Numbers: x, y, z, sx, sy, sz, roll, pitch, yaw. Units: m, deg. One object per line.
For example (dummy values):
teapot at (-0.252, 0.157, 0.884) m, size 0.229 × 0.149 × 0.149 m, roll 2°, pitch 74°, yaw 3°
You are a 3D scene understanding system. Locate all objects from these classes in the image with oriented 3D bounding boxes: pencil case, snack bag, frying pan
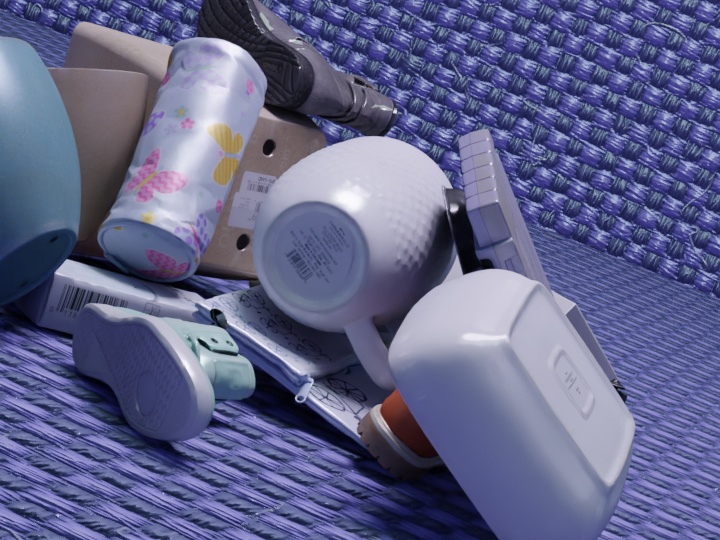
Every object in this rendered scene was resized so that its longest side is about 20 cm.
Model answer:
pencil case at (-0.142, -0.090, 1.767) m, size 0.090 × 0.201 × 0.083 m, roll -1°, pitch -35°, yaw 28°
snack bag at (-0.023, 0.078, 1.726) m, size 0.200 × 0.021 × 0.188 m, roll 37°, pitch 12°, yaw 12°
frying pan at (0.082, -0.012, 1.692) m, size 0.031 × 0.116 × 0.190 m, roll -16°, pitch 0°, yaw 5°

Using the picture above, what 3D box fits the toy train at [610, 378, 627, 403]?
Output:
toy train at (0.131, 0.077, 1.782) m, size 0.199 × 0.034 × 0.046 m, roll 21°, pitch 0°, yaw -32°

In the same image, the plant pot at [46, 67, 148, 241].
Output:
plant pot at (-0.271, -0.090, 1.813) m, size 0.199 × 0.136 × 0.200 m, roll -1°, pitch 1°, yaw 0°

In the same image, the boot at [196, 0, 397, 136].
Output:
boot at (-0.059, -0.182, 1.988) m, size 0.131 × 0.070 × 0.200 m, roll 18°, pitch 25°, yaw -41°

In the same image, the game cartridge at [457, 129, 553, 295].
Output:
game cartridge at (0.118, 0.008, 1.669) m, size 0.038 × 0.201 × 0.130 m, roll -17°, pitch 27°, yaw 13°

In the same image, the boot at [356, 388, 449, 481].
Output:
boot at (0.076, 0.094, 1.667) m, size 0.075 × 0.107 × 0.200 m, roll 46°, pitch 14°, yaw 8°

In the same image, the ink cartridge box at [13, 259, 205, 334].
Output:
ink cartridge box at (-0.213, 0.010, 1.766) m, size 0.159 × 0.048 × 0.200 m, roll 16°, pitch 11°, yaw -32°

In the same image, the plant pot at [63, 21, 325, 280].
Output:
plant pot at (-0.148, -0.087, 1.949) m, size 0.176 × 0.201 × 0.199 m, roll 19°, pitch 5°, yaw 42°

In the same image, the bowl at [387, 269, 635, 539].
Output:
bowl at (0.117, 0.093, 1.519) m, size 0.200 × 0.074 × 0.200 m, roll 56°, pitch 22°, yaw -5°

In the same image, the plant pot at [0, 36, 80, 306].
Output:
plant pot at (-0.281, -0.051, 1.612) m, size 0.135 × 0.200 × 0.200 m, roll 53°, pitch 18°, yaw 15°

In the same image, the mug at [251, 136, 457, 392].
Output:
mug at (0.000, 0.000, 1.749) m, size 0.147 × 0.201 × 0.175 m, roll -23°, pitch 2°, yaw 18°

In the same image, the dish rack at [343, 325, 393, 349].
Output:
dish rack at (-0.021, 0.035, 1.934) m, size 0.170 × 0.044 × 0.200 m, roll 4°, pitch 5°, yaw 9°

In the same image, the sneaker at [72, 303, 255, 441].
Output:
sneaker at (-0.112, 0.068, 1.524) m, size 0.118 × 0.074 × 0.200 m, roll 9°, pitch 10°, yaw -28°

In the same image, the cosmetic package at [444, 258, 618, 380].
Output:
cosmetic package at (0.131, 0.058, 2.022) m, size 0.200 × 0.085 × 0.108 m, roll 29°, pitch -23°, yaw 54°

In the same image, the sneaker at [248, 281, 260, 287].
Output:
sneaker at (-0.025, -0.023, 2.075) m, size 0.199 × 0.089 × 0.077 m, roll -12°, pitch 4°, yaw 35°
